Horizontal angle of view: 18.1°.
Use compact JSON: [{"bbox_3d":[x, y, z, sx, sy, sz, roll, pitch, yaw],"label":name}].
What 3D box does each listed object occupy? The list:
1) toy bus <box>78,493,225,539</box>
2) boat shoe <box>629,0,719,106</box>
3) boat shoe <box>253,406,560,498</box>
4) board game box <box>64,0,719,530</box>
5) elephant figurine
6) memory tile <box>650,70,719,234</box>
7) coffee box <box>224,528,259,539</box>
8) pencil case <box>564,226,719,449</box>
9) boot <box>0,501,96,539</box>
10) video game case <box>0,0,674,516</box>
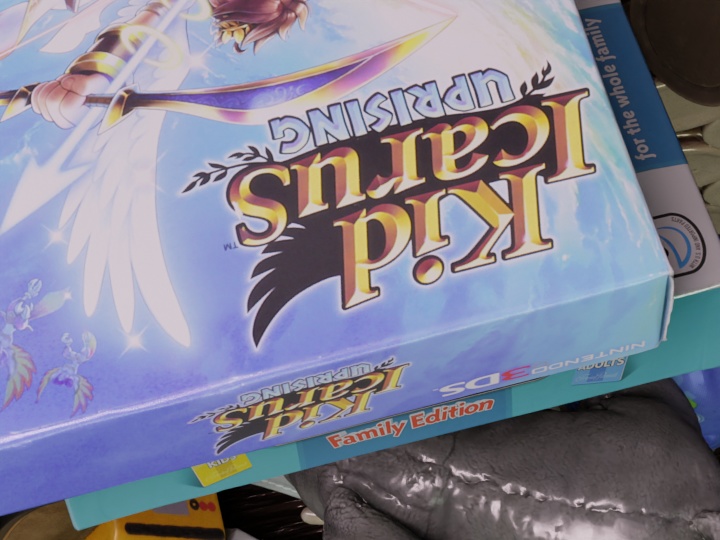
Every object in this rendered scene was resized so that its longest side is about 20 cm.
[{"bbox_3d":[-0.147,0.145,1.020,0.065,0.079,0.200,9,145,-43],"label":"toy bus"},{"bbox_3d":[0.142,-0.136,0.651,0.068,0.072,0.200,-30,161,-38],"label":"boat shoe"},{"bbox_3d":[0.021,0.089,1.014,0.200,0.072,0.070,5,147,-38],"label":"boat shoe"},{"bbox_3d":[-0.006,-0.020,0.681,0.199,0.152,0.047,-14,145,-5],"label":"board game box"},{"bbox_3d":[0.034,0.085,0.877,0.199,0.142,0.156,19,129,-14],"label":"elephant figurine"},{"bbox_3d":[0.098,-0.035,0.832,0.152,0.017,0.200,4,160,-36],"label":"memory tile"},{"bbox_3d":[-0.031,0.199,1.088,0.200,0.080,0.113,33,154,-33],"label":"coffee box"},{"bbox_3d":[0.168,0.012,0.932,0.200,0.087,0.078,-42,180,44],"label":"pencil case"},{"bbox_3d":[-0.118,0.066,0.894,0.075,0.074,0.200,-7,150,-48],"label":"boot"},{"bbox_3d":[-0.041,-0.044,0.581,0.199,0.182,0.046,-14,155,-4],"label":"video game case"}]
